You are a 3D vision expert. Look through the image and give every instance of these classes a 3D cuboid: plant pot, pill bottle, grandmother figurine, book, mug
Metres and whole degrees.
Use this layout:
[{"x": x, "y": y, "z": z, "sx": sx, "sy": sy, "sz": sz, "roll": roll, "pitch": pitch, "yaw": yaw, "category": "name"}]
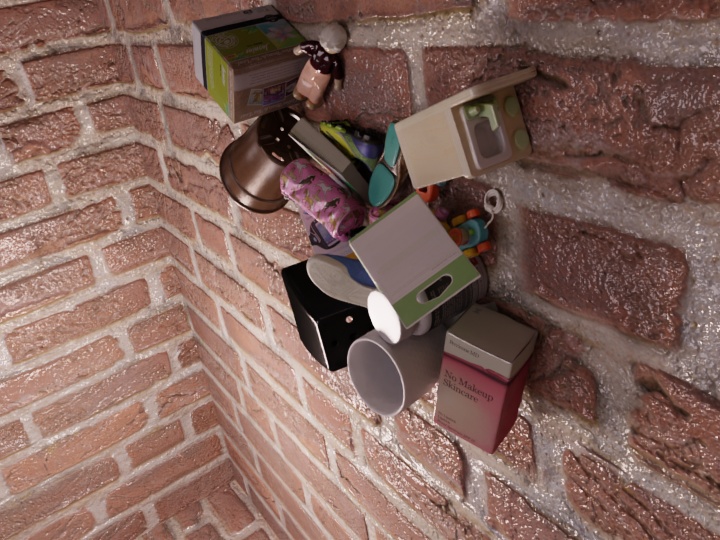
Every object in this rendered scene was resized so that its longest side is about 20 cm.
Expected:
[{"x": -0.041, "y": 0.091, "z": 1.382, "sx": 0.178, "sy": 0.194, "sz": 0.205, "roll": -122, "pitch": 16, "yaw": -57, "category": "plant pot"}, {"x": 0.116, "y": 0.040, "z": 1.126, "sx": 0.113, "sy": 0.196, "sz": 0.117, "roll": 39, "pitch": 142, "yaw": 39, "category": "pill bottle"}, {"x": -0.080, "y": -0.414, "z": 1.299, "sx": 0.119, "sy": 0.062, "sz": 0.200, "roll": 27, "pitch": 148, "yaw": -12, "category": "grandmother figurine"}, {"x": -0.052, "y": -0.223, "z": 1.352, "sx": 0.200, "sy": 0.048, "sz": 0.133, "roll": 44, "pitch": -179, "yaw": 39, "category": "book"}, {"x": 0.070, "y": 0.165, "z": 1.214, "sx": 0.198, "sy": 0.173, "sz": 0.152, "roll": -20, "pitch": 94, "yaw": 51, "category": "mug"}, {"x": -0.210, "y": -0.268, "z": 1.520, "sx": 0.197, "sy": 0.197, "sz": 0.205, "roll": -35, "pitch": 80, "yaw": 55, "category": "plant pot"}]

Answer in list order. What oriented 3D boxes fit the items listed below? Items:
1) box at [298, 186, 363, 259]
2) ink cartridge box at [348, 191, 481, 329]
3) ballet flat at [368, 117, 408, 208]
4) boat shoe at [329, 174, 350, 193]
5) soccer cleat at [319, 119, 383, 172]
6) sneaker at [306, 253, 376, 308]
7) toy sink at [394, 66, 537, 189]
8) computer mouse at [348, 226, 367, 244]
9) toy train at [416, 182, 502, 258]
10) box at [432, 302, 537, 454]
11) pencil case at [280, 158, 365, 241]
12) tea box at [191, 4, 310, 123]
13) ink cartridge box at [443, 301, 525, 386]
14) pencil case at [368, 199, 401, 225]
[{"x": -0.054, "y": -0.086, "z": 1.365, "sx": 0.042, "sy": 0.116, "sz": 0.204, "roll": 68, "pitch": 180, "yaw": -57, "category": "box"}, {"x": 0.085, "y": -0.013, "z": 1.037, "sx": 0.202, "sy": 0.144, "sz": 0.048, "roll": 56, "pitch": 180, "yaw": 33, "category": "ink cartridge box"}, {"x": 0.068, "y": -0.194, "z": 1.183, "sx": 0.071, "sy": 0.064, "sz": 0.202, "roll": 54, "pitch": 148, "yaw": 23, "category": "ballet flat"}, {"x": -0.047, "y": -0.112, "z": 1.452, "sx": 0.073, "sy": 0.067, "sz": 0.205, "roll": -6, "pitch": 105, "yaw": 61, "category": "boat shoe"}, {"x": -0.025, "y": -0.252, "z": 1.307, "sx": 0.199, "sy": 0.063, "sz": 0.086, "roll": 32, "pitch": 128, "yaw": 46, "category": "soccer cleat"}, {"x": 0.000, "y": 0.001, "z": 1.215, "sx": 0.194, "sy": 0.113, "sz": 0.078, "roll": 22, "pitch": 132, "yaw": -1, "category": "sneaker"}, {"x": 0.163, "y": -0.198, "z": 0.941, "sx": 0.198, "sy": 0.128, "sz": 0.115, "roll": -7, "pitch": 105, "yaw": 61, "category": "toy sink"}, {"x": 0.056, "y": -0.075, "z": 1.156, "sx": 0.034, "sy": 0.197, "sz": 0.060, "roll": 28, "pitch": 129, "yaw": 36, "category": "computer mouse"}, {"x": 0.144, "y": -0.103, "z": 1.095, "sx": 0.198, "sy": 0.054, "sz": 0.155, "roll": 32, "pitch": 123, "yaw": 46, "category": "toy train"}, {"x": 0.210, "y": 0.184, "z": 1.111, "sx": 0.125, "sy": 0.108, "sz": 0.206, "roll": 23, "pitch": 127, "yaw": 29, "category": "box"}, {"x": -0.078, "y": -0.144, "z": 1.324, "sx": 0.199, "sy": 0.082, "sz": 0.088, "roll": 39, "pitch": 124, "yaw": 27, "category": "pencil case"}, {"x": -0.233, "y": -0.449, "z": 1.400, "sx": 0.198, "sy": 0.196, "sz": 0.136, "roll": 49, "pitch": 148, "yaw": 27, "category": "tea box"}, {"x": 0.212, "y": 0.145, "z": 1.218, "sx": 0.197, "sy": 0.047, "sz": 0.165, "roll": -20, "pitch": 92, "yaw": 48, "category": "ink cartridge box"}, {"x": 0.067, "y": -0.032, "z": 1.287, "sx": 0.085, "sy": 0.082, "sz": 0.206, "roll": 14, "pitch": 124, "yaw": 34, "category": "pencil case"}]
